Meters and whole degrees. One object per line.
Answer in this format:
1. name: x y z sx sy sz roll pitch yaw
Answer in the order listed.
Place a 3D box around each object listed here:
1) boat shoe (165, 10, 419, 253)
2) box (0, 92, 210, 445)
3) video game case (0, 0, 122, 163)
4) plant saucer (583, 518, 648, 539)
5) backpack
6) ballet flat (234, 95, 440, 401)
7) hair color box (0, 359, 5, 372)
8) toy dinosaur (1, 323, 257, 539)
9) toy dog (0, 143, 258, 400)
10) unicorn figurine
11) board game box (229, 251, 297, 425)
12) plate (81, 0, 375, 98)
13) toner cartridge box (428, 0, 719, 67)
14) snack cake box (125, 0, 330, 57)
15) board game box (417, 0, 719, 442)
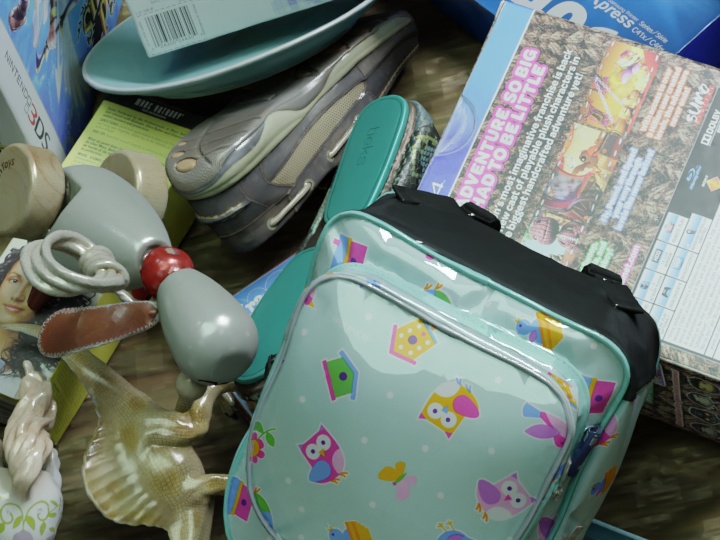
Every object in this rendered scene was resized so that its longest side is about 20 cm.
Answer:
1. boat shoe: -0.031 -0.079 1.319 0.074 0.074 0.200 -2 31 46
2. box: -0.154 -0.006 1.311 0.075 0.050 0.201 18 63 22
3. video game case: -0.190 -0.164 1.342 0.045 0.182 0.201 4 59 13
4. plant saucer: 0.057 0.139 1.188 0.199 0.019 0.070 20 69 24
5. backpack: 0.029 0.086 1.100 0.175 0.201 0.153 26 23 11
6. ballet flat: 0.000 0.000 1.238 0.074 0.074 0.201 17 62 22
7. hair color box: -0.284 0.076 1.228 0.199 0.061 0.099 -5 51 46
8. toy dinosaur: -0.103 0.086 1.213 0.101 0.058 0.201 -23 72 -24
9. toy dog: -0.129 0.012 1.203 0.131 0.097 0.200 14 23 -20
10. unicorn figurine: -0.169 0.160 1.167 0.073 0.202 0.137 -13 24 -10
11. board game box: 0.012 0.015 1.279 0.199 0.019 0.103 -34 59 -10
12. plate: -0.065 -0.141 1.352 0.199 0.026 0.200 -17 24 8
13. toner cartridge box: 0.113 -0.163 1.356 0.095 0.043 0.200 -40 58 -15
14. snack cake box: -0.044 -0.207 1.299 0.198 0.116 0.067 -15 23 12
15. board game box: 0.136 -0.023 1.206 0.199 0.097 0.160 20 71 17
